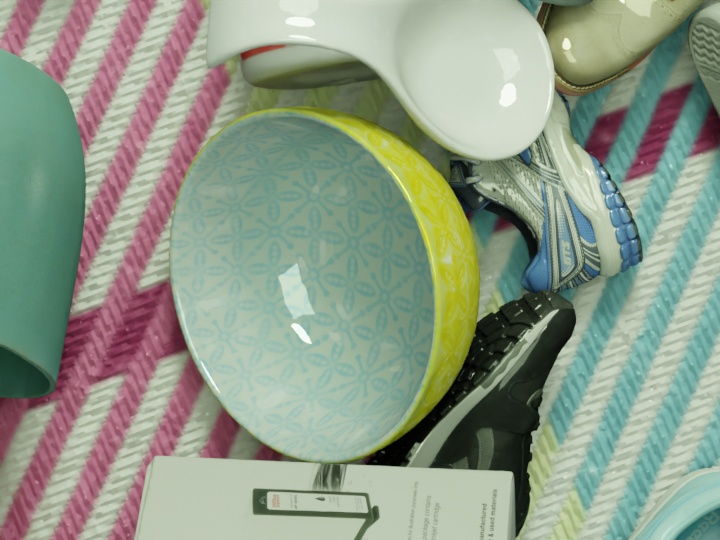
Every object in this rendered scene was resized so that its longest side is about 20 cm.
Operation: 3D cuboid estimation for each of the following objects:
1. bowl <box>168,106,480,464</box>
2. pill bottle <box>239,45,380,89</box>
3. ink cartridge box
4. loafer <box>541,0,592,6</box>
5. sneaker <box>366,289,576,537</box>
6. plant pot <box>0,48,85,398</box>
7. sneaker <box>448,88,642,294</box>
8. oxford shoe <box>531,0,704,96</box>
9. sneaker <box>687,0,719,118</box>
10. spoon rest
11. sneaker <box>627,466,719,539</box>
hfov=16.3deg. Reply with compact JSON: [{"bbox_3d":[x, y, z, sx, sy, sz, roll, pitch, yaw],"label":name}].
[{"bbox_3d":[0.000,0.000,1.412,0.108,0.200,0.200,-16,87,-47],"label":"bowl"},{"bbox_3d":[-0.023,-0.210,1.431,0.114,0.114,0.200,-7,88,-4],"label":"pill bottle"},{"bbox_3d":[-0.017,0.180,1.372,0.200,0.146,0.084,1,45,7],"label":"ink cartridge box"},{"bbox_3d":[0.050,-0.198,1.353,0.200,0.063,0.072,11,43,-23],"label":"loafer"},{"bbox_3d":[0.070,0.105,1.446,0.088,0.076,0.200,38,95,-15],"label":"sneaker"},{"bbox_3d":[-0.240,-0.039,1.373,0.200,0.201,0.161,16,75,-2],"label":"plant pot"},{"bbox_3d":[0.082,-0.074,1.451,0.085,0.077,0.200,-30,88,0],"label":"sneaker"},{"bbox_3d":[0.172,-0.175,1.429,0.071,0.074,0.200,47,64,-9],"label":"oxford shoe"},{"bbox_3d":[0.277,-0.078,1.464,0.118,0.074,0.201,-26,102,-25],"label":"sneaker"},{"bbox_3d":[0.020,-0.115,1.343,0.200,0.061,0.099,8,78,-26],"label":"spoon rest"},{"bbox_3d":[0.160,0.196,1.434,0.074,0.082,0.200,32,85,0],"label":"sneaker"}]
